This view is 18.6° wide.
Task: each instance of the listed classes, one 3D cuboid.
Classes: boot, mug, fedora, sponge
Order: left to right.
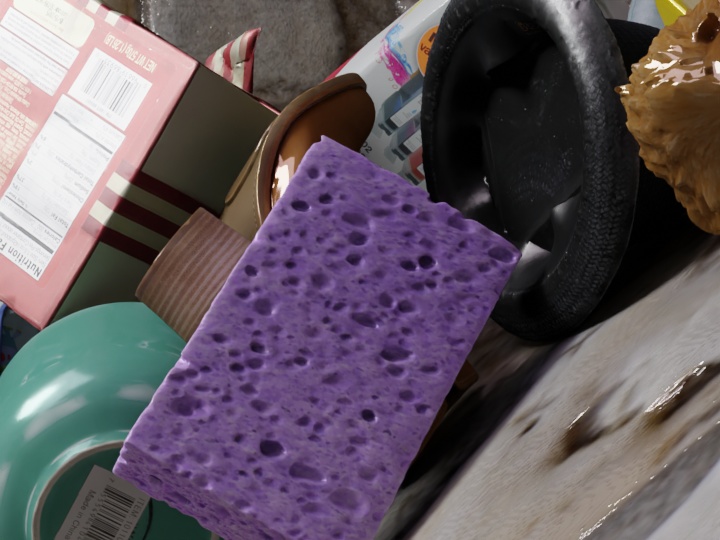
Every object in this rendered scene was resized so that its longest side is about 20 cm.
[{"bbox_3d":[-0.106,0.118,1.055,0.151,0.186,0.114,-18,15,0],"label":"mug"},{"bbox_3d":[-0.014,0.037,0.971,0.201,0.111,0.030,-59,-3,-38],"label":"sponge"},{"bbox_3d":[0.000,0.000,1.066,0.077,0.155,0.200,-54,-1,39],"label":"boot"},{"bbox_3d":[0.106,-0.061,1.051,0.091,0.202,0.200,-7,-7,-22],"label":"fedora"}]

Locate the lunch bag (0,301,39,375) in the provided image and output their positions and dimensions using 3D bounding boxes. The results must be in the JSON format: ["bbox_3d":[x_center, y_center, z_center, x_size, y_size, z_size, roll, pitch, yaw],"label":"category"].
[{"bbox_3d":[-0.217,0.116,1.353,0.082,0.162,0.200,-4,-20,14],"label":"lunch bag"}]

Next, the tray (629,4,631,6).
[{"bbox_3d":[0.219,-0.175,1.488,0.098,0.037,0.200,-40,6,17],"label":"tray"}]

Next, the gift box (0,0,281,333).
[{"bbox_3d":[-0.112,-0.051,1.199,0.201,0.184,0.186,-54,-35,3],"label":"gift box"}]

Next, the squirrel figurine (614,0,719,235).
[{"bbox_3d":[0.184,-0.086,0.699,0.199,0.142,0.187,-32,4,40],"label":"squirrel figurine"}]

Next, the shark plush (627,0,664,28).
[{"bbox_3d":[0.145,-0.102,1.225,0.200,0.083,0.091,-44,8,-24],"label":"shark plush"}]

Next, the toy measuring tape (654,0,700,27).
[{"bbox_3d":[0.148,-0.101,0.958,0.073,0.200,0.074,-21,-42,-20],"label":"toy measuring tape"}]

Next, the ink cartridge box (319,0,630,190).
[{"bbox_3d":[0.070,-0.097,1.347,0.200,0.146,0.145,-38,7,29],"label":"ink cartridge box"}]
